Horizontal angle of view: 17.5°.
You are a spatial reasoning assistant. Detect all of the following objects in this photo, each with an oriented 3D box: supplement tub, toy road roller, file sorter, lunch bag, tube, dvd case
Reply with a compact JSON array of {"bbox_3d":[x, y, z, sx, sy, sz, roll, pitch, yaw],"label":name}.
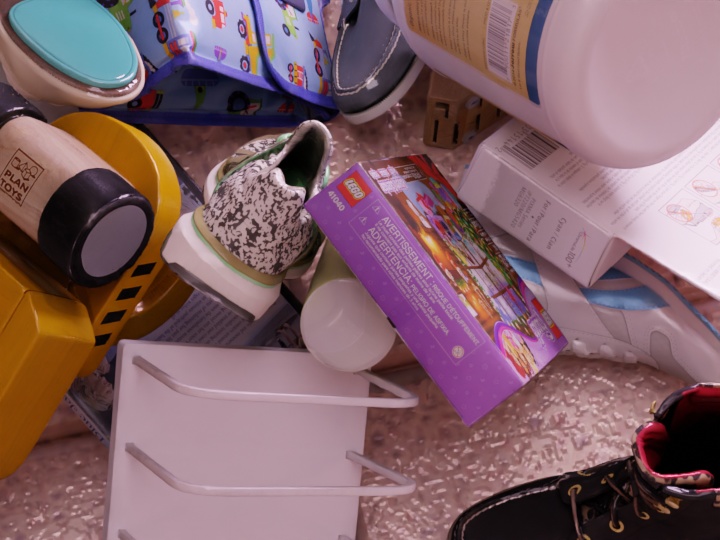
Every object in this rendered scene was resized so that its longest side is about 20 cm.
[{"bbox_3d":[0.107,-0.155,1.283,0.144,0.145,0.200,-36,41,-16],"label":"supplement tub"},{"bbox_3d":[-0.170,0.011,1.242,0.123,0.146,0.201,37,98,30],"label":"toy road roller"},{"bbox_3d":[-0.051,0.146,1.196,0.138,0.124,0.202,3,95,-20],"label":"file sorter"},{"bbox_3d":[-0.086,-0.165,1.382,0.094,0.199,0.152,-23,76,33],"label":"lunch bag"},{"bbox_3d":[0.000,0.000,1.282,0.052,0.200,0.058,32,104,-6],"label":"tube"},{"bbox_3d":[-0.114,0.030,1.329,0.143,0.018,0.200,-42,91,-23],"label":"dvd case"}]

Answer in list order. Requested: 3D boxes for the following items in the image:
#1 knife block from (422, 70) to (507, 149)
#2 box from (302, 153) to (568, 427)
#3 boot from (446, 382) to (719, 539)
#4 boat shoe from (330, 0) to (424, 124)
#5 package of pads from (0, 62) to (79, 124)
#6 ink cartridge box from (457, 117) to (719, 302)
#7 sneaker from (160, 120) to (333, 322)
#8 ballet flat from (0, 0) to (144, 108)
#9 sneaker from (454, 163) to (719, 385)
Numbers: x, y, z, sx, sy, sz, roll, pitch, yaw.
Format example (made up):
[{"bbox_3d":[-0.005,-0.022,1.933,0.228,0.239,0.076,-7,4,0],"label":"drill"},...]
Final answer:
[{"bbox_3d":[0.079,-0.195,1.448,0.199,0.064,0.176,-33,70,-14],"label":"knife block"},{"bbox_3d":[0.045,0.004,1.228,0.039,0.200,0.137,-37,87,12],"label":"box"},{"bbox_3d":[0.148,0.121,1.259,0.198,0.151,0.074,-4,66,-3],"label":"boot"},{"bbox_3d":[0.008,-0.177,1.418,0.072,0.062,0.201,-15,46,36],"label":"boat shoe"},{"bbox_3d":[-0.224,-0.087,1.390,0.154,0.068,0.201,23,68,10],"label":"package of pads"},{"bbox_3d":[0.177,-0.046,1.340,0.176,0.045,0.200,35,38,15],"label":"ink cartridge box"},{"bbox_3d":[-0.037,-0.041,1.225,0.077,0.200,0.089,40,110,-7],"label":"sneaker"},{"bbox_3d":[-0.185,-0.137,1.298,0.069,0.070,0.200,-32,57,-15],"label":"ballet flat"},{"bbox_3d":[0.127,0.021,1.353,0.199,0.077,0.081,32,88,11],"label":"sneaker"}]
